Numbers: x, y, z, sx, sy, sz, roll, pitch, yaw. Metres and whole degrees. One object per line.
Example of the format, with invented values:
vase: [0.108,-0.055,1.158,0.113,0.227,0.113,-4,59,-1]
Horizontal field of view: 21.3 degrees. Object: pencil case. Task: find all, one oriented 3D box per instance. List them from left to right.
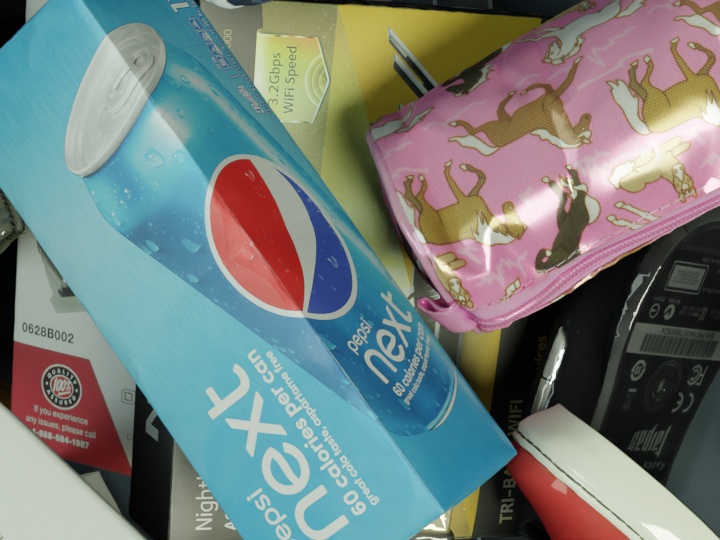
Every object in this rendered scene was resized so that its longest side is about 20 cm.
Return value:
pencil case: [0.099,-0.053,0.642,0.200,0.087,0.083,-27,114,5]

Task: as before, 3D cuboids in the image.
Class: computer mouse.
computer mouse: [0.065,0.062,0.691,0.046,0.140,0.201,31,111,41]

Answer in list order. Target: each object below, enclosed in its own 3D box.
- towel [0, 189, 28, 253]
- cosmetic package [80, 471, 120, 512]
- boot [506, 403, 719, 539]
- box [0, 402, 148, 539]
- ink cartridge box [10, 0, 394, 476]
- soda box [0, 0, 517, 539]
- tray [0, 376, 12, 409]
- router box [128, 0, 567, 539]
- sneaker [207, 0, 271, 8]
towel: [-0.194,-0.083,0.852,0.193,0.034,0.200,70,159,5]
cosmetic package: [-0.128,0.206,0.860,0.108,0.085,0.200,-38,74,31]
boot: [0.079,0.154,0.649,0.144,0.072,0.200,-38,110,-1]
box: [-0.115,0.134,0.712,0.124,0.200,0.098,41,80,10]
ink cartridge box: [-0.067,-0.017,0.797,0.146,0.083,0.201,9,100,33]
soda box: [-0.042,0.003,0.614,0.068,0.064,0.200,-38,84,28]
tray: [-0.253,0.049,0.916,0.200,0.099,0.037,36,148,25]
router box: [0.000,0.000,0.711,0.052,0.157,0.201,-157,69,-65]
sneaker: [0.034,-0.133,0.661,0.108,0.200,0.070,30,137,20]
